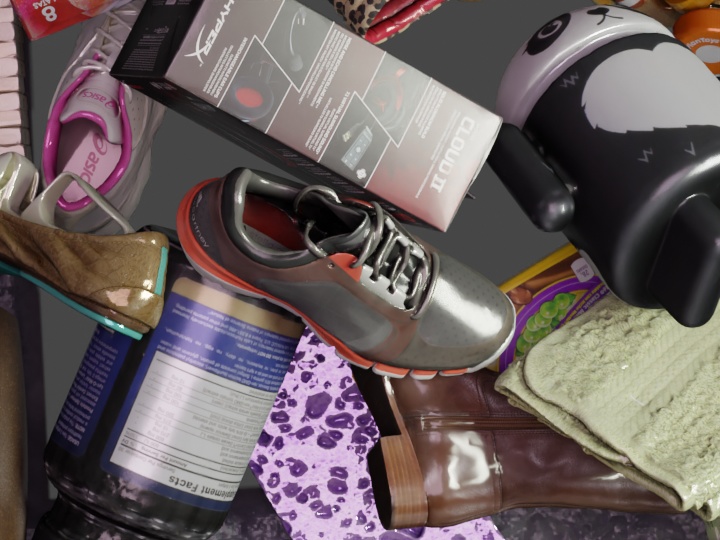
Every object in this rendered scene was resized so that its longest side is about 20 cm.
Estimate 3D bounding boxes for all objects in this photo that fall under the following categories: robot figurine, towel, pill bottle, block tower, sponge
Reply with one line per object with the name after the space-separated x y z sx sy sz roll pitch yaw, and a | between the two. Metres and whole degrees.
0.160 -0.062 1.559 0.125 0.150 0.200 -45 54 12 | robot figurine
0.185 0.056 1.557 0.148 0.200 0.037 33 132 24 | towel
-0.113 0.084 1.584 0.112 0.112 0.201 23 93 -2 | pill bottle
-0.223 -0.101 1.634 0.058 0.054 0.201 -5 91 -2 | block tower
-0.009 0.107 1.654 0.111 0.030 0.200 -30 91 -2 | sponge

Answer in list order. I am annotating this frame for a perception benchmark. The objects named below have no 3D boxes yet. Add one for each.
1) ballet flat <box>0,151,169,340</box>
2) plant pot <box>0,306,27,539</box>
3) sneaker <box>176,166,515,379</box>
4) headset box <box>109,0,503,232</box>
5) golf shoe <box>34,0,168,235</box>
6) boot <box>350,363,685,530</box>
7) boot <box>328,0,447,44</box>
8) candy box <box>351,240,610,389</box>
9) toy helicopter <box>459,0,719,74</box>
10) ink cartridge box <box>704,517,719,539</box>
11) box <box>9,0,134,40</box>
-0.183 -0.024 1.551 0.200 0.068 0.073 20 84 33 | ballet flat
-0.265 0.112 1.587 0.186 0.187 0.201 13 75 -2 | plant pot
0.000 0.000 1.508 0.199 0.082 0.077 20 66 -15 | sneaker
-0.024 -0.092 1.542 0.200 0.149 0.075 28 86 -18 | headset box
-0.137 -0.114 1.618 0.075 0.092 0.201 15 89 2 | golf shoe
0.098 0.055 1.601 0.199 0.064 0.187 -5 81 -14 | boot
0.026 -0.238 1.608 0.200 0.073 0.151 -39 70 3 | boot
0.105 0.053 1.643 0.200 0.026 0.102 -31 94 -11 | candy box
0.134 -0.181 1.616 0.199 0.132 0.079 1 61 15 | toy helicopter
0.302 0.120 1.601 0.199 0.146 0.085 -12 102 -1 | ink cartridge box
-0.175 -0.230 1.555 0.095 0.200 0.100 -23 130 -1 | box
